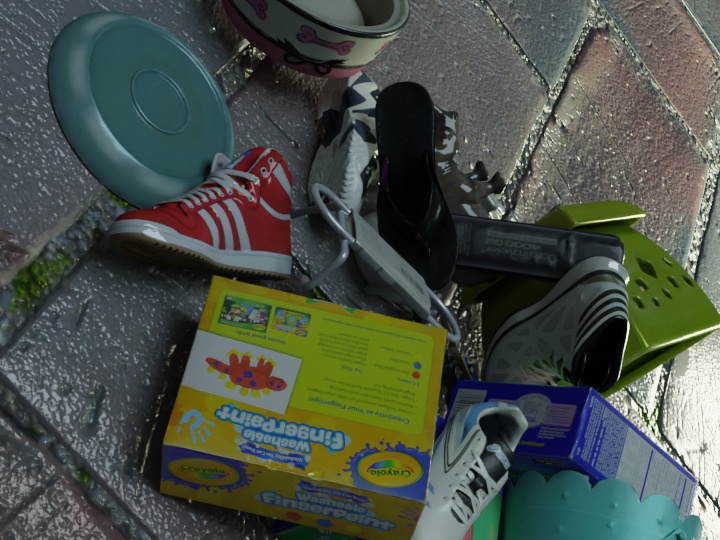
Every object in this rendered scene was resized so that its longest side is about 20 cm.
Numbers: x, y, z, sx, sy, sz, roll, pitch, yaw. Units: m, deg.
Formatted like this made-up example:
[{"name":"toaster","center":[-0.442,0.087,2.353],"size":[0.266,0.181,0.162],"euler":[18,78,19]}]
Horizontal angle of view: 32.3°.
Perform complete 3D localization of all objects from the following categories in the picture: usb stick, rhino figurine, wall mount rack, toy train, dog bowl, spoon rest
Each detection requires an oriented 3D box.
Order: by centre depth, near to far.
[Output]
[{"name":"wall mount rack","center":[0.000,0.000,1.124],"size":[0.200,0.074,0.174],"euler":[45,16,-23]},{"name":"usb stick","center":[0.159,-0.019,1.206],"size":[0.197,0.033,0.056],"euler":[8,81,-2]},{"name":"toy train","center":[0.077,0.054,1.236],"size":[0.046,0.034,0.202],"euler":[-42,113,-53]},{"name":"rhino figurine","center":[0.098,-0.076,1.246],"size":[0.087,0.060,0.202],"euler":[-27,105,-16]},{"name":"dog bowl","center":[-0.052,-0.274,1.248],"size":[0.198,0.074,0.201],"euler":[20,38,-17]},{"name":"spoon rest","center":[0.064,-0.034,1.302],"size":[0.199,0.060,0.100],"euler":[-32,92,-41]}]

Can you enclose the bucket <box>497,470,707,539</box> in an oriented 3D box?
[{"name":"bucket","center":[0.205,0.283,1.126],"size":[0.206,0.206,0.136],"euler":[36,57,-30]}]

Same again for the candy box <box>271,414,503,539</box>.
[{"name":"candy box","center":[0.031,0.199,1.078],"size":[0.200,0.077,0.170],"euler":[39,42,-25]}]

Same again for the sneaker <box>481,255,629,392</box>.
[{"name":"sneaker","center":[0.181,0.085,1.180],"size":[0.075,0.201,0.116],"euler":[28,36,-16]}]

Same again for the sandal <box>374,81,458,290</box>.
[{"name":"sandal","center":[0.044,-0.080,1.174],"size":[0.048,0.074,0.203],"euler":[22,58,-76]}]

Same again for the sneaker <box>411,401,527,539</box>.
[{"name":"sneaker","center":[0.085,0.175,1.035],"size":[0.072,0.072,0.200],"euler":[53,38,-13]}]

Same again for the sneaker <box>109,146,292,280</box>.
[{"name":"sneaker","center":[-0.127,-0.058,1.036],"size":[0.199,0.071,0.114],"euler":[12,81,-54]}]

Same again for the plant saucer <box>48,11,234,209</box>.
[{"name":"plant saucer","center":[-0.182,-0.143,1.091],"size":[0.199,0.027,0.202],"euler":[29,48,-37]}]

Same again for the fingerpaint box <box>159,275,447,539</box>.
[{"name":"fingerpaint box","center":[-0.041,0.109,0.974],"size":[0.197,0.074,0.168],"euler":[12,48,-2]}]

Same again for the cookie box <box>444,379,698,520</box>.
[{"name":"cookie box","center":[0.200,0.185,1.197],"size":[0.200,0.170,0.076],"euler":[39,64,-35]}]

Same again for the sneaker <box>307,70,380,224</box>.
[{"name":"sneaker","center":[0.019,-0.108,1.263],"size":[0.129,0.079,0.201],"euler":[26,38,-26]}]

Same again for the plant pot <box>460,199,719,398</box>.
[{"name":"plant pot","center":[0.237,0.039,1.342],"size":[0.199,0.199,0.183],"euler":[-9,67,-51]}]
